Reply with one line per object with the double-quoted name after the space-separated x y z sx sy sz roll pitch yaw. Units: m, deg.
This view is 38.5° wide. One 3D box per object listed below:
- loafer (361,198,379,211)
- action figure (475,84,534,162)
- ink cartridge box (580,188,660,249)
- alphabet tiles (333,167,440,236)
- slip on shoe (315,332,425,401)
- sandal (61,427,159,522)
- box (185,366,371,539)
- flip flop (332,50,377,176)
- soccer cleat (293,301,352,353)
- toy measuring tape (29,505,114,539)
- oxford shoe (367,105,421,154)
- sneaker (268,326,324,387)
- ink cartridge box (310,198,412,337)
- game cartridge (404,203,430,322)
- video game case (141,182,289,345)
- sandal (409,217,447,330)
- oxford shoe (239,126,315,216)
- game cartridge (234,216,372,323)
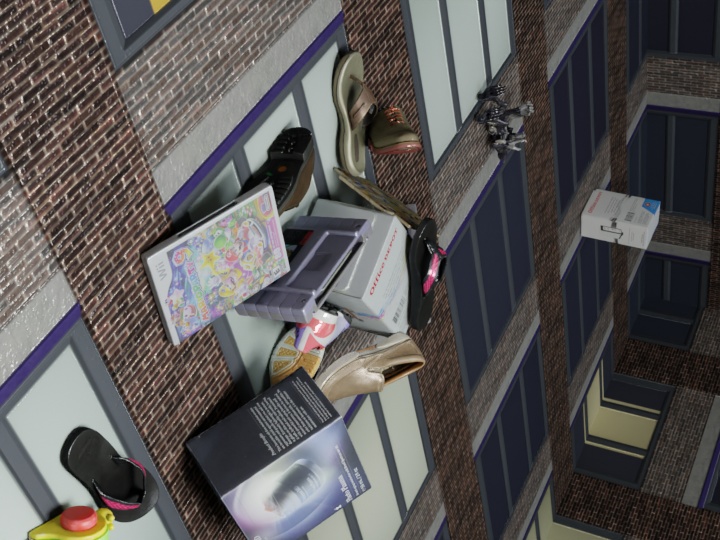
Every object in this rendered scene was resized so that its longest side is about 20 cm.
0.038 -0.053 1.801 0.070 0.070 0.201 -104 -179 -53 "loafer"
0.314 -0.307 2.196 0.200 0.102 0.119 40 53 -59 "action figure"
0.769 -0.154 3.058 0.146 0.199 0.085 -52 146 -41 "ink cartridge box"
0.044 -0.110 1.677 0.006 0.166 0.200 -55 156 11 "alphabet tiles"
0.013 0.164 1.608 0.200 0.061 0.076 -23 143 -33 "slip on shoe"
-0.298 0.259 1.269 0.075 0.045 0.200 -65 151 -25 "sandal"
-0.112 0.282 1.477 0.198 0.123 0.200 -33 138 -12 "box"
-0.001 -0.247 1.631 0.081 0.057 0.201 -29 121 -57 "flip flop"
-0.061 0.083 1.532 0.073 0.068 0.200 -63 173 1 "soccer cleat"
-0.346 0.320 1.171 0.200 0.073 0.074 -24 122 -59 "toy measuring tape"
0.048 -0.227 1.657 0.200 0.070 0.075 -144 -129 -71 "oxford shoe"
-0.107 0.179 1.608 0.088 0.075 0.201 56 54 -74 "sneaker"
0.000 0.000 1.641 0.146 0.144 0.200 -68 154 -15 "ink cartridge box"
0.099 -0.016 1.870 0.200 0.038 0.130 -92 169 -52 "game cartridge"
-0.183 -0.009 1.346 0.200 0.018 0.144 -34 134 -29 "video game case"
0.112 0.007 1.633 0.075 0.045 0.201 -39 137 -47 "sandal"
-0.112 -0.107 1.460 0.200 0.072 0.085 -59 150 -34 "oxford shoe"
-0.083 -0.007 1.475 0.200 0.129 0.038 -55 142 -39 "game cartridge"
